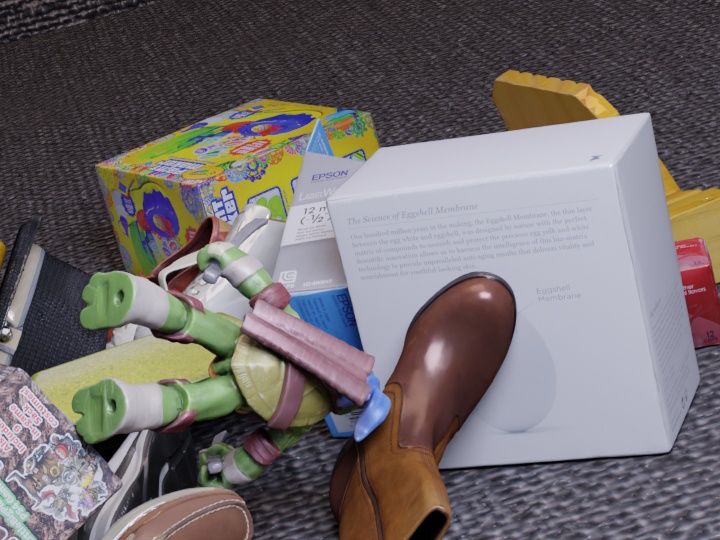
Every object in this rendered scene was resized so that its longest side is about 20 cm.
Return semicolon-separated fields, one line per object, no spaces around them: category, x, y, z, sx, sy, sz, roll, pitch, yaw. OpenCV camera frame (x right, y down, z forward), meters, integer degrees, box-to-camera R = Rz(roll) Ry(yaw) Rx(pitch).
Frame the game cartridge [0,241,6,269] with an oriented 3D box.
game cartridge;-0.324;0.079;1.606;0.032;0.177;0.200;22;14;-13

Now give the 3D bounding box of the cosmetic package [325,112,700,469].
cosmetic package;0.106;0.014;1.391;0.199;0.201;0.123;-6;20;22

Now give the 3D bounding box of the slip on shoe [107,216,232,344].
slip on shoe;-0.171;0.031;1.705;0.200;0.061;0.074;-42;24;-5

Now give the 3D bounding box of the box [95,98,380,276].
box;-0.105;-0.066;1.919;0.192;0.122;0.200;-26;21;-29

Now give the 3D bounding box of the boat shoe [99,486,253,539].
boat shoe;-0.137;0.201;1.238;0.200;0.076;0.072;-35;30;-28

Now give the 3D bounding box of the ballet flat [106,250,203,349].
ballet flat;-0.153;0.039;1.640;0.200;0.072;0.072;-41;26;-17

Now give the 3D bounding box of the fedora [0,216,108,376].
fedora;-0.249;0.063;1.613;0.091;0.201;0.201;18;15;-10

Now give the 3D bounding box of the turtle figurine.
turtle figurine;-0.101;0.060;1.292;0.194;0.144;0.200;11;23;-44

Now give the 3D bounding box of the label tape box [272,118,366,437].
label tape box;0.000;0.000;1.510;0.066;0.144;0.200;-7;40;20

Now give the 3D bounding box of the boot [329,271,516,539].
boot;0.036;0.104;1.260;0.188;0.068;0.200;-49;11;14

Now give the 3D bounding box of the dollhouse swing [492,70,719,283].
dollhouse swing;0.232;-0.096;1.668;0.181;0.176;0.200;-21;18;-21

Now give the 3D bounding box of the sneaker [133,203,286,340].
sneaker;-0.100;0.002;1.595;0.200;0.085;0.073;-25;-1;-32

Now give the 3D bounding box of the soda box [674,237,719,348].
soda box;0.162;0.032;1.519;0.199;0.064;0.070;-12;18;8

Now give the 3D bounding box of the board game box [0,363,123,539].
board game box;-0.265;0.157;1.262;0.200;0.097;0.159;-44;15;-17

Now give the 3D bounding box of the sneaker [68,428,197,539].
sneaker;-0.186;0.152;1.399;0.115;0.076;0.201;-7;22;16

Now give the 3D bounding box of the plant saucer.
plant saucer;-0.164;0.086;1.491;0.199;0.048;0.200;-19;-9;-13
